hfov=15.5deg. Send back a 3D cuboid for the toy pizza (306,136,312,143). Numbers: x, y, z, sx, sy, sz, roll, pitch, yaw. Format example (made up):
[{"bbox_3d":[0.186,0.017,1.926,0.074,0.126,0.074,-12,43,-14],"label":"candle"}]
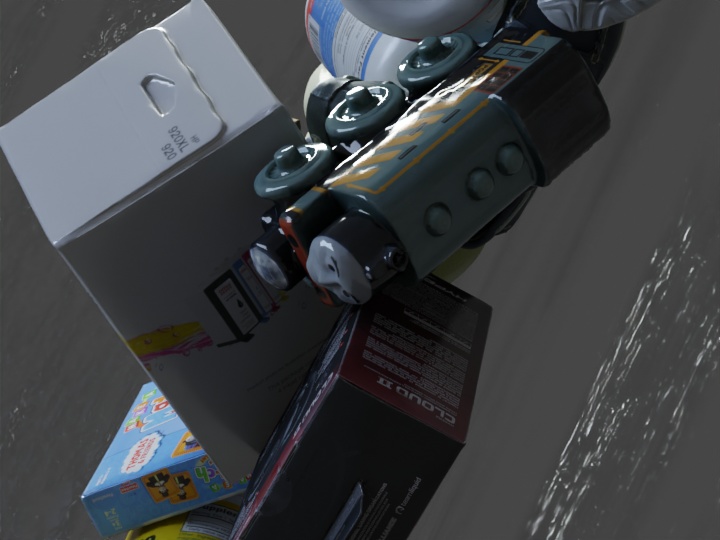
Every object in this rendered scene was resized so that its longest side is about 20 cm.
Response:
[{"bbox_3d":[-0.029,0.007,1.842,0.200,0.032,0.200,171,90,-82],"label":"toy pizza"}]

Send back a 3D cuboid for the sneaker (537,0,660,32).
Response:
[{"bbox_3d":[0.167,-0.210,1.403,0.200,0.078,0.099,-52,0,13],"label":"sneaker"}]

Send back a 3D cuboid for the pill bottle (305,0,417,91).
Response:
[{"bbox_3d":[0.045,-0.139,1.746,0.112,0.112,0.200,-61,32,15],"label":"pill bottle"}]

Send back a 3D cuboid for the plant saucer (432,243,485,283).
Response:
[{"bbox_3d":[0.000,0.000,1.657,0.200,0.031,0.200,-23,16,7],"label":"plant saucer"}]

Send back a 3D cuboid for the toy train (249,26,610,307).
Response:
[{"bbox_3d":[0.035,-0.055,1.363,0.200,0.085,0.114,-39,28,-23],"label":"toy train"}]

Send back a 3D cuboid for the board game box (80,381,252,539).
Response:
[{"bbox_3d":[-0.058,0.084,1.602,0.200,0.037,0.151,-19,19,19],"label":"board game box"}]

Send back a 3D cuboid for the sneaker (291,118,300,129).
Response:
[{"bbox_3d":[-0.100,-0.069,1.898,0.200,0.090,0.067,-69,-13,-67],"label":"sneaker"}]

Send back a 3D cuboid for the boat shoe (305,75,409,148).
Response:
[{"bbox_3d":[0.013,-0.066,1.522,0.073,0.062,0.200,-66,-14,-8],"label":"boat shoe"}]

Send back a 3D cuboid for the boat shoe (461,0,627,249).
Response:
[{"bbox_3d":[0.094,-0.103,1.483,0.200,0.075,0.062,-61,2,26],"label":"boat shoe"}]

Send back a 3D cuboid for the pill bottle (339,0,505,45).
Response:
[{"bbox_3d":[0.052,-0.185,1.562,0.109,0.109,0.200,-61,-12,8],"label":"pill bottle"}]

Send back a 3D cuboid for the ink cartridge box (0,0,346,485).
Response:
[{"bbox_3d":[-0.083,-0.018,1.484,0.145,0.200,0.147,-34,36,-2],"label":"ink cartridge box"}]

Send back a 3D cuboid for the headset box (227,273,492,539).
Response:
[{"bbox_3d":[-0.004,0.097,1.362,0.149,0.077,0.200,-61,5,21],"label":"headset box"}]

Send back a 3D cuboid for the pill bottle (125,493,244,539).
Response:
[{"bbox_3d":[-0.099,0.203,1.577,0.112,0.112,0.200,-59,4,30],"label":"pill bottle"}]

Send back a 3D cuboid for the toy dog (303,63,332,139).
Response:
[{"bbox_3d":[0.021,-0.109,1.922,0.194,0.140,0.200,-33,30,14],"label":"toy dog"}]
